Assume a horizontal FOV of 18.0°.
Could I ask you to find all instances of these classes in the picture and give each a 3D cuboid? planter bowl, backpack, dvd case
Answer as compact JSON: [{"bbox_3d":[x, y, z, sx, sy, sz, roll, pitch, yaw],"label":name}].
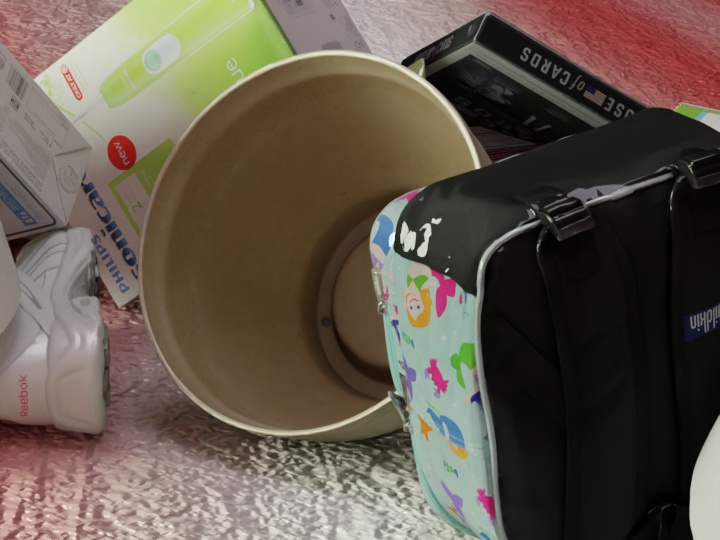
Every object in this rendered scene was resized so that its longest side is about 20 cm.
[{"bbox_3d":[0.000,0.000,1.201,0.199,0.202,0.135,15,-7,28],"label":"planter bowl"},{"bbox_3d":[0.100,0.040,1.040,0.176,0.202,0.150,-21,22,-24],"label":"backpack"},{"bbox_3d":[0.109,-0.099,1.385,0.150,0.025,0.200,29,-9,-10],"label":"dvd case"}]

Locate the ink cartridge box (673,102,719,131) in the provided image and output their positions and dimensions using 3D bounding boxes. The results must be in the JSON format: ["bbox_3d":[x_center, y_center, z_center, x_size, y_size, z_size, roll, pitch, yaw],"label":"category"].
[{"bbox_3d":[0.174,-0.013,1.183,0.076,0.148,0.199,-48,36,-17],"label":"ink cartridge box"}]

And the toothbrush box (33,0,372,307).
[{"bbox_3d":[-0.094,-0.093,1.353,0.199,0.146,0.086,-32,-3,33],"label":"toothbrush box"}]

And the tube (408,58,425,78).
[{"bbox_3d":[0.019,-0.033,1.338,0.057,0.052,0.201,-4,53,-4],"label":"tube"}]

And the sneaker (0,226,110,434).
[{"bbox_3d":[-0.188,0.026,1.216,0.098,0.079,0.200,-1,16,-10],"label":"sneaker"}]

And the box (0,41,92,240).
[{"bbox_3d":[-0.266,-0.061,1.279,0.199,0.117,0.060,-11,47,28],"label":"box"}]

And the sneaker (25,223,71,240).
[{"bbox_3d":[-0.200,-0.062,1.509,0.104,0.076,0.200,-8,25,-44],"label":"sneaker"}]

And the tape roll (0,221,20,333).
[{"bbox_3d":[-0.282,-0.022,1.126,0.201,0.140,0.203,-12,25,6],"label":"tape roll"}]

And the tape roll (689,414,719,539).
[{"bbox_3d":[0.242,0.100,0.952,0.201,0.071,0.203,9,46,-10],"label":"tape roll"}]

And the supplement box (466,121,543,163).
[{"bbox_3d":[0.103,-0.013,1.372,0.199,0.111,0.085,20,20,41],"label":"supplement box"}]
